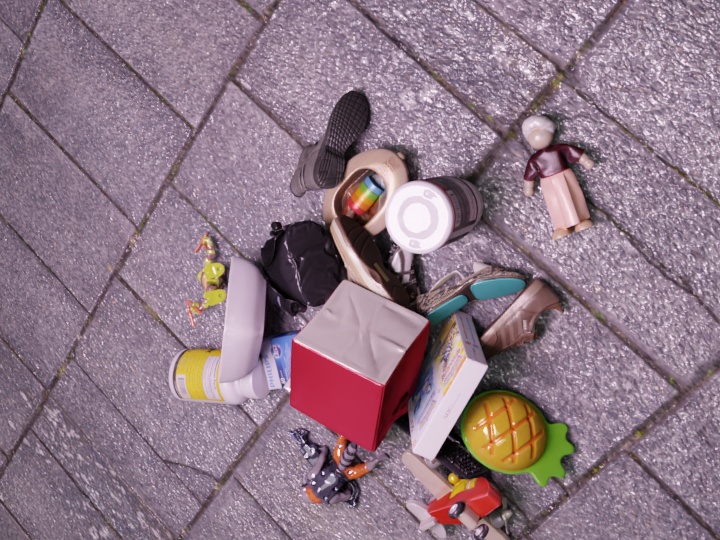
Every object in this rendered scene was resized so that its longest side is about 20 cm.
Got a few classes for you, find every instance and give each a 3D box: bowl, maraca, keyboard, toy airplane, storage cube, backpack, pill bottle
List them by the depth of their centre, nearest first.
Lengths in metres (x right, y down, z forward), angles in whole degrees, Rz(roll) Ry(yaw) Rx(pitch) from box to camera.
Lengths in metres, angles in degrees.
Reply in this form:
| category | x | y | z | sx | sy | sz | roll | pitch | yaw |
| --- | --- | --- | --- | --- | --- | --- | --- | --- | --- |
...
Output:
| category | x | y | z | sx | sy | sz | roll | pitch | yaw |
| --- | --- | --- | --- | --- | --- | --- | --- | --- | --- |
| pill bottle | 0.129 | -0.097 | 1.199 | 0.113 | 0.200 | 0.115 | 5 | 102 | 24 |
| storage cube | -0.001 | 0.158 | 1.229 | 0.199 | 0.171 | 0.181 | 25 | 136 | 19 |
| maraca | 0.270 | 0.288 | 1.257 | 0.199 | 0.107 | 0.138 | 26 | 78 | 4 |
| keyboard | 0.151 | 0.304 | 1.301 | 0.200 | 0.127 | 0.021 | 35 | 109 | 42 |
| toy airplane | 0.178 | 0.411 | 1.321 | 0.198 | 0.141 | 0.201 | 16 | 143 | 32 |
| backpack | -0.110 | -0.009 | 1.328 | 0.200 | 0.126 | 0.168 | 174 | 85 | -70 |
| bowl | -0.225 | 0.097 | 1.391 | 0.074 | 0.201 | 0.200 | 6 | 139 | -11 |
| pill bottle | -0.285 | 0.219 | 1.502 | 0.199 | 0.111 | 0.112 | 0 | 99 | 25 |

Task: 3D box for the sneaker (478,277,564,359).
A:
| category | x | y | z | sx | sy | sz | roll | pitch | yaw |
| --- | --- | --- | --- | --- | --- | --- | --- | --- | --- |
| sneaker | 0.262 | 0.107 | 1.247 | 0.075 | 0.070 | 0.200 | 42 | 115 | 7 |

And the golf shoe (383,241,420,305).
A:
| category | x | y | z | sx | sy | sz | roll | pitch | yaw |
| --- | --- | --- | --- | --- | --- | --- | --- | --- | --- |
| golf shoe | 0.079 | 0.009 | 1.323 | 0.094 | 0.078 | 0.201 | 25 | 112 | 1 |

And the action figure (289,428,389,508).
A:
| category | x | y | z | sx | sy | sz | roll | pitch | yaw |
| --- | --- | --- | --- | --- | --- | --- | --- | --- | --- |
| action figure | -0.065 | 0.377 | 1.435 | 0.200 | 0.105 | 0.194 | 40 | 103 | 10 |

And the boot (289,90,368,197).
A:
| category | x | y | z | sx | sy | sz | roll | pitch | yaw |
| --- | --- | --- | --- | --- | --- | --- | --- | --- | --- |
| boot | -0.068 | -0.232 | 1.332 | 0.130 | 0.068 | 0.201 | 1 | 66 | 57 |

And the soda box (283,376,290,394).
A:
| category | x | y | z | sx | sy | sz | roll | pitch | yaw |
| --- | --- | --- | --- | --- | --- | --- | --- | --- | --- |
| soda box | -0.044 | 0.250 | 1.348 | 0.199 | 0.068 | 0.064 | 33 | 75 | 8 |

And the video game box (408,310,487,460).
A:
| category | x | y | z | sx | sy | sz | roll | pitch | yaw |
| --- | --- | --- | --- | --- | --- | --- | --- | --- | --- |
| video game box | 0.143 | 0.193 | 1.258 | 0.047 | 0.182 | 0.201 | 21 | 110 | -11 |

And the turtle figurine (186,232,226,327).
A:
| category | x | y | z | sx | sy | sz | roll | pitch | yaw |
| --- | --- | --- | --- | --- | --- | --- | --- | --- | --- |
| turtle figurine | -0.306 | 0.028 | 1.479 | 0.064 | 0.161 | 0.201 | 10 | 93 | -21 |

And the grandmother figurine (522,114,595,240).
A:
| category | x | y | z | sx | sy | sz | roll | pitch | yaw |
| --- | --- | --- | --- | --- | --- | --- | --- | --- | --- |
| grandmother figurine | 0.318 | -0.158 | 1.180 | 0.121 | 0.061 | 0.201 | -22 | 92 | 18 |

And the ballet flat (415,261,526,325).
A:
| category | x | y | z | sx | sy | sz | roll | pitch | yaw |
| --- | --- | --- | --- | --- | --- | --- | --- | --- | --- |
| ballet flat | 0.185 | 0.027 | 1.267 | 0.199 | 0.068 | 0.076 | -23 | 51 | 12 |

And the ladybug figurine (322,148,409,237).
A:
| category | x | y | z | sx | sy | sz | roll | pitch | yaw |
| --- | --- | --- | --- | --- | --- | --- | --- | --- | --- |
| ladybug figurine | 0.017 | -0.137 | 1.316 | 0.200 | 0.072 | 0.136 | -43 | 80 | 26 |

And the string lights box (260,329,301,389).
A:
| category | x | y | z | sx | sy | sz | roll | pitch | yaw |
| --- | --- | --- | --- | --- | --- | --- | --- | --- | --- |
| string lights box | -0.098 | 0.167 | 1.433 | 0.199 | 0.059 | 0.103 | -12 | 94 | 27 |

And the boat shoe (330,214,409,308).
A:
| category | x | y | z | sx | sy | sz | roll | pitch | yaw |
| --- | --- | --- | --- | --- | --- | --- | --- | --- | --- |
| boat shoe | 0.000 | 0.000 | 1.272 | 0.076 | 0.072 | 0.201 | -38 | 81 | 38 |
